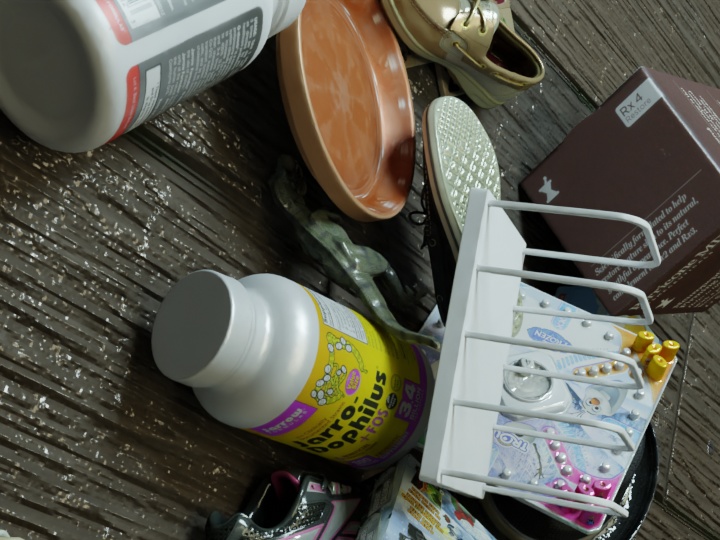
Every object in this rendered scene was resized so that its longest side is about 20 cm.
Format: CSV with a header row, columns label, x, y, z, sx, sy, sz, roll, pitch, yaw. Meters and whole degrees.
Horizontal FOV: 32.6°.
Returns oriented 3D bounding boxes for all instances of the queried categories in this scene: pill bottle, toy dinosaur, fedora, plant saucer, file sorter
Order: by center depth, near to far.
label,x,y,z,sx,sy,sz,roll,pitch,yaw
pill bottle,-0.126,-0.159,0.751,0.200,0.116,0.116,-38,116,-45
pill bottle,-0.044,0.066,0.839,0.200,0.104,0.104,27,67,-45
file sorter,0.133,0.063,0.860,0.139,0.124,0.200,39,59,-67
toy dinosaur,0.000,0.000,0.892,0.047,0.200,0.088,-46,154,6
plant saucer,-0.011,-0.134,0.920,0.200,0.032,0.201,35,51,-58
fedora,0.174,0.152,1.035,0.200,0.092,0.201,4,65,-9

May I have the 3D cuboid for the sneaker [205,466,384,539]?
label,x,y,z,sx,sy,sz,roll,pitch,yaw
sneaker,-0.029,0.174,0.870,0.200,0.080,0.086,-22,102,-50

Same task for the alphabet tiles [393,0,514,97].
label,x,y,z,sx,sy,sz,roll,pitch,yaw
alphabet tiles,0.075,-0.238,1.084,0.200,0.008,0.167,-23,105,-48

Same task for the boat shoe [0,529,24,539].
label,x,y,z,sx,sy,sz,roll,pitch,yaw
boat shoe,-0.148,0.201,0.726,0.200,0.075,0.069,25,73,-45

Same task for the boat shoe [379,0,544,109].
label,x,y,z,sx,sy,sz,roll,pitch,yaw
boat shoe,0.087,-0.206,1.030,0.200,0.066,0.074,29,54,-49

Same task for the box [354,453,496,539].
label,x,y,z,sx,sy,sz,roll,pitch,yaw
box,0.076,0.236,0.834,0.200,0.040,0.137,46,25,-9

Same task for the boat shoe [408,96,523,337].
label,x,y,z,sx,sy,sz,roll,pitch,yaw
boat shoe,0.076,-0.037,0.977,0.075,0.062,0.200,-16,95,-42

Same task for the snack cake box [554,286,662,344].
label,x,y,z,sx,sy,sz,roll,pitch,yaw
snack cake box,0.216,0.127,1.176,0.115,0.067,0.200,45,55,-39

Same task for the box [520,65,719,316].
label,x,y,z,sx,sy,sz,roll,pitch,yaw
box,0.297,-0.068,1.170,0.200,0.166,0.164,0,53,-50

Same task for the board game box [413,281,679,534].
label,x,y,z,sx,sy,sz,roll,pitch,yaw
board game box,0.136,0.088,0.996,0.200,0.200,0.026,-53,162,-38
